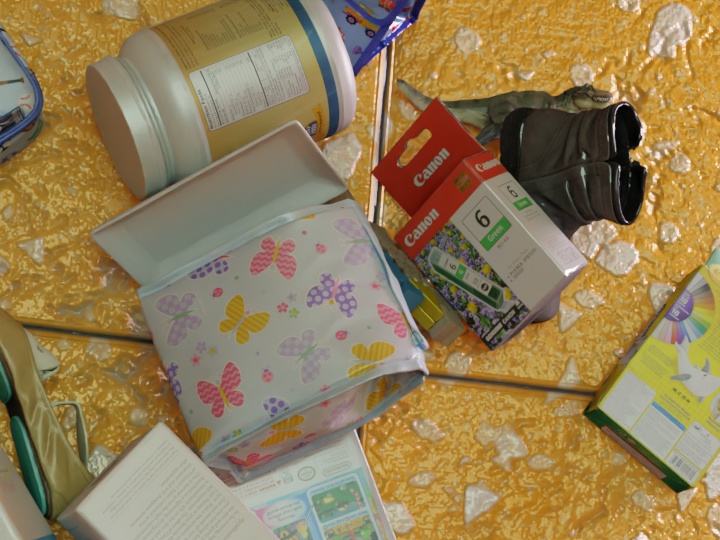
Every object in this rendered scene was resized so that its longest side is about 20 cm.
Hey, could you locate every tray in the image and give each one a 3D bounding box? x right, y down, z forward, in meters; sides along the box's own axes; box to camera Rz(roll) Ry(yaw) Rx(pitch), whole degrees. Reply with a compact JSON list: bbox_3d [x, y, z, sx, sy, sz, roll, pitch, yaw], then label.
[{"bbox_3d":[-0.119,-0.056,1.482,0.200,0.107,0.022,-28,53,10],"label":"tray"}]

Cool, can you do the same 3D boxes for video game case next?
[{"bbox_3d":[-0.076,0.220,1.494,0.199,0.024,0.183,-18,81,-17],"label":"video game case"}]

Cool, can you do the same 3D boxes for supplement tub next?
[{"bbox_3d":[-0.119,-0.154,1.515,0.200,0.145,0.145,-24,82,-17],"label":"supplement tub"}]

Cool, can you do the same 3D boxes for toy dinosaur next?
[{"bbox_3d":[0.132,-0.130,1.621,0.199,0.047,0.088,0,72,-10],"label":"toy dinosaur"}]

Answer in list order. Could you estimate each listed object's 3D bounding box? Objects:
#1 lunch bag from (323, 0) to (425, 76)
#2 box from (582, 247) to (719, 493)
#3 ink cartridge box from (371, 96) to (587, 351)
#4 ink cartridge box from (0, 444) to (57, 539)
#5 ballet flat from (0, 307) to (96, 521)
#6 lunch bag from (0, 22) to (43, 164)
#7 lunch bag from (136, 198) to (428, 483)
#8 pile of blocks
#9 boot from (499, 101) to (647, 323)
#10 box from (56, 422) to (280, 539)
[{"bbox_3d":[-0.007,-0.282,1.543,0.151,0.200,0.094,45,71,2],"label":"lunch bag"},{"bbox_3d":[0.305,0.087,1.602,0.117,0.048,0.200,40,74,0],"label":"box"},{"bbox_3d":[0.091,-0.041,1.539,0.200,0.109,0.050,49,34,11],"label":"ink cartridge box"},{"bbox_3d":[-0.332,0.188,1.376,0.128,0.125,0.200,-31,84,-1],"label":"ink cartridge box"},{"bbox_3d":[-0.269,0.106,1.463,0.063,0.069,0.201,-20,90,-25],"label":"ballet flat"},{"bbox_3d":[-0.371,-0.160,1.499,0.160,0.076,0.200,-33,84,-16],"label":"lunch bag"},{"bbox_3d":[-0.056,0.057,1.454,0.200,0.127,0.170,-29,69,8],"label":"lunch bag"},{"bbox_3d":[0.000,0.000,1.539,0.200,0.082,0.062,48,111,7],"label":"pile of blocks"},{"bbox_3d":[0.184,-0.046,1.538,0.070,0.131,0.201,-14,104,-43],"label":"boot"},{"bbox_3d":[-0.130,0.228,1.396,0.200,0.124,0.097,46,70,-4],"label":"box"}]
